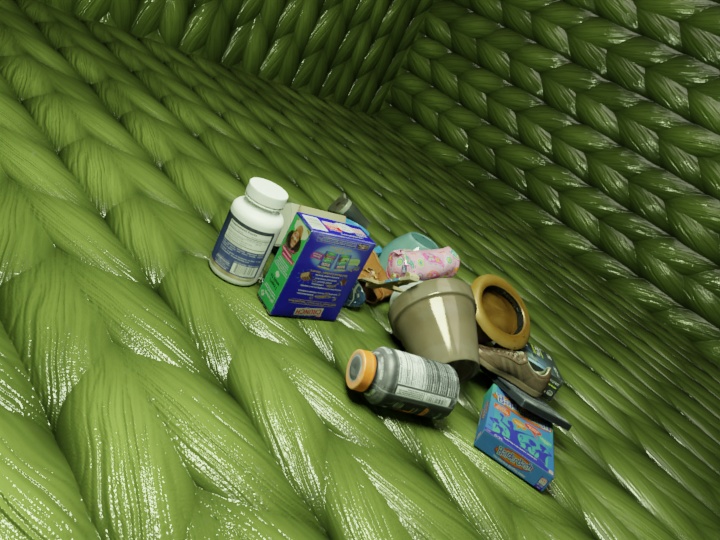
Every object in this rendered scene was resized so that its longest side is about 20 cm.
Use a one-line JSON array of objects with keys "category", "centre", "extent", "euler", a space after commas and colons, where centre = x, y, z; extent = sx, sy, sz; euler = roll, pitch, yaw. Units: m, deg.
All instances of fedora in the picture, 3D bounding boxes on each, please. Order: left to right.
[{"category": "fedora", "centre": [0.320, 0.108, 1.302], "extent": [0.199, 0.082, 0.203], "euler": [18, 55, -28]}]

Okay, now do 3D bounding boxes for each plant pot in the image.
[{"category": "plant pot", "centre": [0.148, -0.027, 1.512], "extent": [0.198, 0.136, 0.201], "euler": [25, 24, -12]}, {"category": "plant pot", "centre": [0.173, 0.144, 1.150], "extent": [0.198, 0.200, 0.175], "euler": [15, 42, -31]}]

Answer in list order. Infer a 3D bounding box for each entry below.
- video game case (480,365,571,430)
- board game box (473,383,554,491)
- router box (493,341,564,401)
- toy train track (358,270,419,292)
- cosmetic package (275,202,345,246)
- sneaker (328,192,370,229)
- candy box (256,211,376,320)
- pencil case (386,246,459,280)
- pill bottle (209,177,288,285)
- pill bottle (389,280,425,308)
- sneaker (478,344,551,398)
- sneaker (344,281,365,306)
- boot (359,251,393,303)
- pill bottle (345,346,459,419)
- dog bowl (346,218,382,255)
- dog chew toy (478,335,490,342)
[{"category": "video game case", "centre": [0.360, 0.275, 1.205], "extent": [0.142, 0.019, 0.200], "euler": [29, 5, -20]}, {"category": "board game box", "centre": [0.314, 0.328, 1.092], "extent": [0.151, 0.045, 0.200], "euler": [33, 21, 8]}, {"category": "router box", "centre": [0.418, 0.231, 1.360], "extent": [0.149, 0.063, 0.200], "euler": [33, 14, 5]}, {"category": "toy train track", "centre": [0.068, 0.016, 1.195], "extent": [0.114, 0.033, 0.199], "euler": [18, -13, -24]}, {"category": "cosmetic package", "centre": [-0.128, -0.100, 1.332], "extent": [0.072, 0.105, 0.199], "euler": [4, -1, 37]}, {"category": "sneaker", "centre": [-0.037, -0.175, 1.699], "extent": [0.106, 0.075, 0.200], "euler": [45, 4, -19]}, {"category": "candy box", "centre": [-0.089, -0.002, 1.092], "extent": [0.168, 0.201, 0.077], "euler": [10, 28, -41]}, {"category": "pencil case", "centre": [0.159, -0.017, 1.374], "extent": [0.198, 0.088, 0.088], "euler": [-4, 38, -35]}, {"category": "pill bottle", "centre": [-0.222, -0.080, 1.093], "extent": [0.110, 0.201, 0.111], "euler": [25, 23, -11]}, {"category": "pill bottle", "centre": [0.166, 0.081, 1.338], "extent": [0.114, 0.114, 0.199], "euler": [43, 26, 30]}, {"category": "sneaker", "centre": [0.331, 0.203, 1.207], "extent": [0.199, 0.076, 0.070], "euler": [31, 5, -2]}, {"category": "sneaker", "centre": [-0.059, 0.009, 1.272], "extent": [0.199, 0.077, 0.085], "euler": [38, 20, 17]}, {"category": "boot", "centre": [0.000, 0.000, 1.366], "extent": [0.199, 0.074, 0.154], "euler": [33, 27, 14]}, {"category": "pill bottle", "centre": [0.074, 0.202, 0.988], "extent": [0.198, 0.107, 0.107], "euler": [19, 25, -23]}, {"category": "dog bowl", "centre": [-0.016, -0.084, 1.530], "extent": [0.111, 0.050, 0.200], "euler": [18, 21, -32]}, {"category": "dog chew toy", "centre": [0.306, 0.106, 1.459], "extent": [0.123, 0.126, 0.200], "euler": [15, 18, -31]}]
